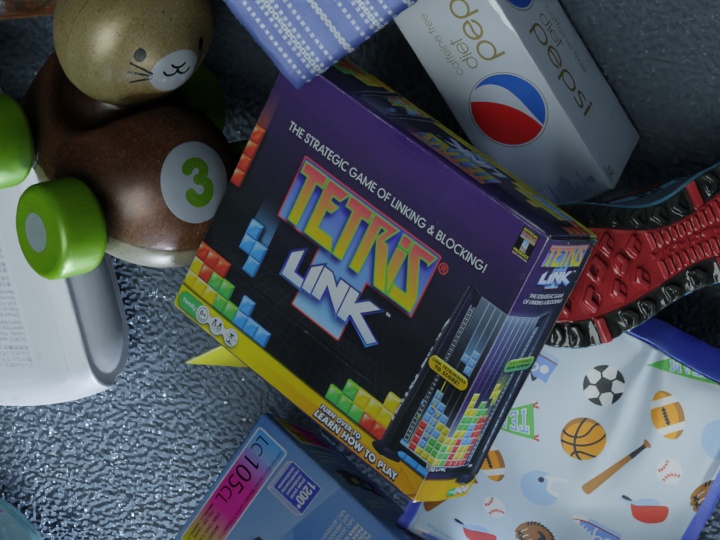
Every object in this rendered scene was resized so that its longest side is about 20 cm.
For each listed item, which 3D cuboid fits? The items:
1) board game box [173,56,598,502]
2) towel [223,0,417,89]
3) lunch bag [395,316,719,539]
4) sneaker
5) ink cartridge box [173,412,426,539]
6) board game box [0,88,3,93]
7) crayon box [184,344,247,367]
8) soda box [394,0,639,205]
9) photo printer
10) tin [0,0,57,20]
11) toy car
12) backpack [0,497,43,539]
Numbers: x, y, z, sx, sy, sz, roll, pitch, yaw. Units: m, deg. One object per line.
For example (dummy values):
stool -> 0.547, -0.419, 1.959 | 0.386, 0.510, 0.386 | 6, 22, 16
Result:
board game box -> 0.009, 0.001, 1.416 | 0.200, 0.057, 0.166 | 37, 112, 31
towel -> -0.003, -0.206, 1.362 | 0.200, 0.024, 0.145 | -35, 97, 25
lunch bag -> 0.138, 0.095, 1.543 | 0.169, 0.124, 0.200 | 26, 134, 6
sneaker -> 0.153, -0.006, 1.459 | 0.199, 0.096, 0.080 | -15, 88, -5
ink cartridge box -> -0.017, 0.203, 1.619 | 0.200, 0.076, 0.137 | 40, 100, 30
board game box -> -0.319, -0.088, 1.601 | 0.200, 0.034, 0.135 | -43, 68, 20
crayon box -> 0.000, 0.000, 1.537 | 0.200, 0.127, 0.051 | -29, 68, 32
soda box -> 0.075, -0.129, 1.463 | 0.063, 0.068, 0.200 | -22, 109, 31
photo printer -> -0.238, -0.006, 1.664 | 0.166, 0.069, 0.201 | 0, 119, 24
tin -> -0.181, -0.209, 1.539 | 0.199, 0.042, 0.112 | -1, 123, 23
toy car -> -0.118, -0.118, 1.463 | 0.158, 0.164, 0.201 | 47, 135, 34
backpack -> -0.290, 0.238, 1.783 | 0.199, 0.153, 0.176 | 32, 129, 13
